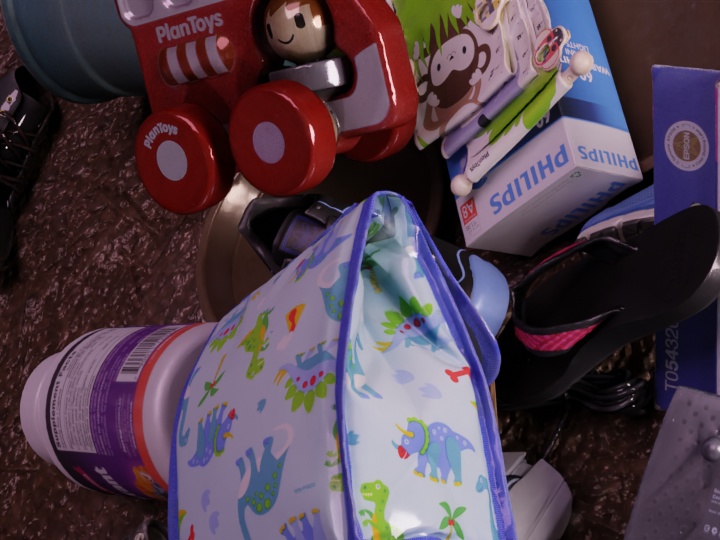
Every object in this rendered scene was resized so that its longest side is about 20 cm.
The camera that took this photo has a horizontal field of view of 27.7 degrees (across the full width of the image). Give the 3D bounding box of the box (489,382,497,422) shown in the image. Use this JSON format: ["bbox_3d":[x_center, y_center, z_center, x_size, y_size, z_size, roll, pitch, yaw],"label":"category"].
[{"bbox_3d":[0.006,0.150,0.831,0.200,0.021,0.164,-35,45,42],"label":"box"}]

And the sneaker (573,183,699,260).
[{"bbox_3d":[0.211,-0.040,0.807,0.199,0.079,0.089,-20,31,33],"label":"sneaker"}]

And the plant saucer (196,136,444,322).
[{"bbox_3d":[-0.025,-0.026,0.986,0.199,0.029,0.201,-18,56,28],"label":"plant saucer"}]

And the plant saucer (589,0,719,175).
[{"bbox_3d":[0.165,-0.151,0.883,0.200,0.029,0.201,-16,70,51],"label":"plant saucer"}]

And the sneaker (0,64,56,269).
[{"bbox_3d":[-0.305,-0.088,1.210,0.106,0.075,0.201,-35,47,18],"label":"sneaker"}]

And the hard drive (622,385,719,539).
[{"bbox_3d":[0.184,0.167,0.691,0.134,0.042,0.201,13,86,41],"label":"hard drive"}]

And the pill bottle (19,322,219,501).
[{"bbox_3d":[-0.139,0.091,0.945,0.199,0.111,0.112,-5,61,50],"label":"pill bottle"}]

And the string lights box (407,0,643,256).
[{"bbox_3d":[0.095,-0.122,0.897,0.103,0.059,0.201,-38,55,43],"label":"string lights box"}]

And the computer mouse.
[{"bbox_3d":[0.079,0.136,0.809,0.109,0.044,0.201,13,73,42],"label":"computer mouse"}]

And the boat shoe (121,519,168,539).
[{"bbox_3d":[-0.112,0.231,0.880,0.064,0.071,0.200,-45,45,8],"label":"boat shoe"}]

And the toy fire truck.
[{"bbox_3d":[-0.063,-0.133,0.886,0.199,0.112,0.169,-8,102,39],"label":"toy fire truck"}]

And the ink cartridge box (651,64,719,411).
[{"bbox_3d":[0.219,0.006,0.704,0.199,0.043,0.198,11,114,39],"label":"ink cartridge box"}]

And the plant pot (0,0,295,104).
[{"bbox_3d":[-0.128,-0.216,1.088,0.195,0.200,0.201,10,70,31],"label":"plant pot"}]

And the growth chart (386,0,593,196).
[{"bbox_3d":[0.061,-0.143,0.884,0.145,0.018,0.201,-50,46,36],"label":"growth chart"}]

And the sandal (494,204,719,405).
[{"bbox_3d":[0.115,0.014,0.761,0.200,0.045,0.076,-39,36,55],"label":"sandal"}]

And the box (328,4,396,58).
[{"bbox_3d":[-0.030,-0.202,0.985,0.070,0.200,0.065,11,70,40],"label":"box"}]

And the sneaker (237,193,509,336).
[{"bbox_3d":[0.000,0.000,0.843,0.200,0.078,0.070,18,85,55],"label":"sneaker"}]

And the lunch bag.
[{"bbox_3d":[-0.018,0.081,0.769,0.170,0.127,0.201,-36,53,41],"label":"lunch bag"}]
